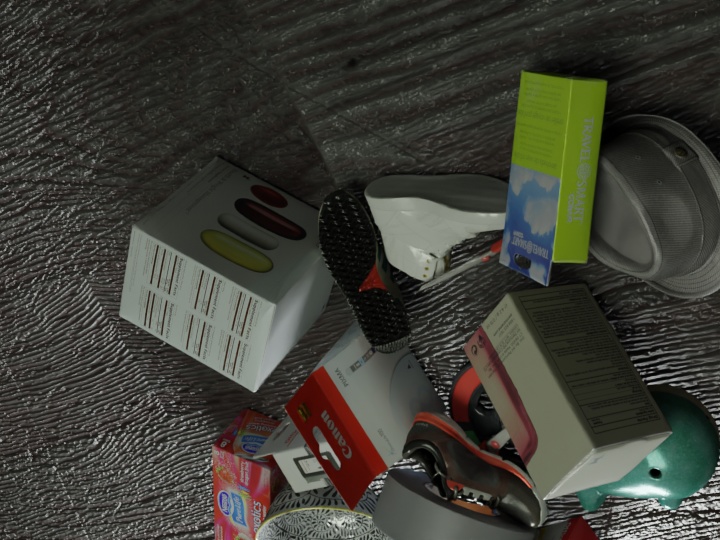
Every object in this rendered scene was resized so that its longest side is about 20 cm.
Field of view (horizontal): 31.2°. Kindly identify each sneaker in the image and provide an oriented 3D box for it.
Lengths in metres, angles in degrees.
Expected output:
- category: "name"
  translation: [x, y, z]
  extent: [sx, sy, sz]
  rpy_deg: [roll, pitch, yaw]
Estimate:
- category: "sneaker"
  translation: [0.001, 0.000, 1.549]
  extent: [0.070, 0.093, 0.202]
  rpy_deg: [-24, 97, 0]
- category: "sneaker"
  translation: [0.105, -0.044, 1.472]
  extent: [0.198, 0.074, 0.117]
  rpy_deg: [8, 128, 36]
- category: "sneaker"
  translation: [0.131, 0.259, 1.559]
  extent: [0.199, 0.082, 0.077]
  rpy_deg: [35, 141, 8]

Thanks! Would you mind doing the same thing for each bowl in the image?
- category: "bowl"
  translation: [-0.043, 0.333, 1.774]
  extent: [0.197, 0.095, 0.202]
  rpy_deg: [2, 143, 1]

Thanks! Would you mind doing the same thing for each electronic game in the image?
- category: "electronic game"
  translation: [0.199, 0.184, 1.579]
  extent: [0.197, 0.042, 0.202]
  rpy_deg: [16, 128, 22]

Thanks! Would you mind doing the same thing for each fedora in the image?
- category: "fedora"
  translation: [0.280, -0.056, 1.289]
  extent: [0.202, 0.089, 0.177]
  rpy_deg: [59, 144, 18]

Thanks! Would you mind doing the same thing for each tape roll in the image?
- category: "tape roll"
  translation: [0.116, 0.314, 1.605]
  extent: [0.198, 0.200, 0.067]
  rpy_deg: [22, 92, 18]

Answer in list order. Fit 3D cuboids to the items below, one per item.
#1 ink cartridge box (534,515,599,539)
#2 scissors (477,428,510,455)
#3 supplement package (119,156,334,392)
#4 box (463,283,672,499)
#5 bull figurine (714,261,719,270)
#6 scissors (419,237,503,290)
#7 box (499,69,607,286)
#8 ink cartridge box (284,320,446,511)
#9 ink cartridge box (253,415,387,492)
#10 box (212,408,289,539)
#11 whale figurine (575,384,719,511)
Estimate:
- category: "ink cartridge box"
  translation: [0.236, 0.386, 1.641]
  extent: [0.199, 0.116, 0.068]
  rpy_deg: [-29, 104, 41]
- category: "scissors"
  translation: [0.156, 0.213, 1.583]
  extent: [0.073, 0.014, 0.201]
  rpy_deg: [33, 142, 15]
- category: "supplement package"
  translation: [-0.153, 0.000, 1.573]
  extent: [0.198, 0.191, 0.148]
  rpy_deg: [27, 130, 12]
- category: "box"
  translation: [0.223, 0.129, 1.412]
  extent: [0.109, 0.126, 0.202]
  rpy_deg: [-54, 52, 43]
- category: "bull figurine"
  translation: [0.422, -0.008, 1.290]
  extent: [0.120, 0.065, 0.202]
  rpy_deg: [23, 128, 0]
- category: "scissors"
  translation: [0.154, -0.020, 1.450]
  extent: [0.199, 0.073, 0.014]
  rpy_deg: [-36, 70, 39]
- category: "box"
  translation: [0.192, -0.095, 1.300]
  extent: [0.047, 0.122, 0.204]
  rpy_deg: [1, 101, -18]
- category: "ink cartridge box"
  translation: [0.010, 0.166, 1.577]
  extent: [0.047, 0.200, 0.161]
  rpy_deg: [-19, 110, 40]
- category: "ink cartridge box"
  translation: [-0.033, 0.224, 1.701]
  extent: [0.198, 0.116, 0.068]
  rpy_deg: [-18, 109, 39]
- category: "box"
  translation: [-0.147, 0.312, 1.844]
  extent: [0.098, 0.096, 0.202]
  rpy_deg: [19, 128, 21]
- category: "whale figurine"
  translation: [0.313, 0.219, 1.476]
  extent: [0.199, 0.104, 0.160]
  rpy_deg: [-33, 101, 30]
